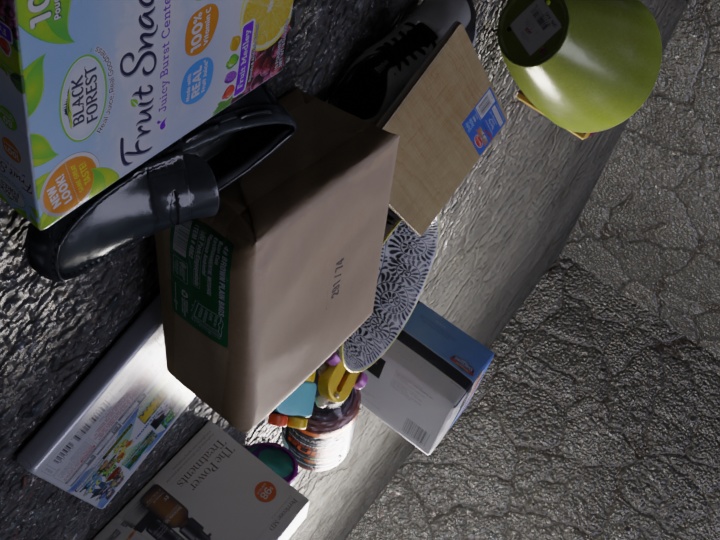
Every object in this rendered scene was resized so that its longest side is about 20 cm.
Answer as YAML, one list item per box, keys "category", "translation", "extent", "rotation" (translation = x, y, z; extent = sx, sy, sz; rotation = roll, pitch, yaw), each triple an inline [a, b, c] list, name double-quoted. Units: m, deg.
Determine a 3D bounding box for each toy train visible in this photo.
- category: "toy train"
  translation: [-0.062, 0.099, 1.074]
  extent: [0.199, 0.055, 0.152]
  rotation: [-35, 115, -36]

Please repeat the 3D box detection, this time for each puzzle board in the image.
- category: "puzzle board"
  translation: [0.068, -0.124, 0.828]
  extent: [0.152, 0.017, 0.200]
  rotation: [-53, 155, 1]

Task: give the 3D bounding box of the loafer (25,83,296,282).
- category: "loafer"
  translation: [-0.118, -0.059, 0.552]
  extent: [0.201, 0.070, 0.069]
  rotation: [-46, 161, -34]

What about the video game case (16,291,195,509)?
- category: "video game case"
  translation: [-0.190, 0.107, 0.771]
  extent: [0.201, 0.022, 0.183]
  rotation: [-52, 164, -18]

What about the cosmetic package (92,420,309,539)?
- category: "cosmetic package"
  translation: [-0.172, 0.281, 0.942]
  extent: [0.200, 0.150, 0.052]
  rotation: [-46, 163, -34]

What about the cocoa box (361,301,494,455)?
- category: "cocoa box"
  translation: [0.074, 0.143, 1.323]
  extent: [0.131, 0.199, 0.134]
  rotation: [-42, 160, -42]

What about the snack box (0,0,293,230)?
- category: "snack box"
  translation: [-0.110, -0.132, 0.463]
  extent: [0.200, 0.053, 0.143]
  rotation: [-44, 160, -38]

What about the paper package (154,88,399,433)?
- category: "paper package"
  translation: [-0.066, -0.010, 0.704]
  extent: [0.190, 0.102, 0.202]
  rotation: [-42, 151, -42]

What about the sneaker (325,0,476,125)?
- category: "sneaker"
  translation: [0.039, -0.180, 0.791]
  extent: [0.201, 0.073, 0.080]
  rotation: [-53, 163, -12]

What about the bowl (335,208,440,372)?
- category: "bowl"
  translation: [0.000, 0.000, 0.977]
  extent: [0.201, 0.093, 0.202]
  rotation: [-49, 155, -32]

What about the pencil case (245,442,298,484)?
- category: "pencil case"
  translation: [-0.156, 0.333, 1.227]
  extent: [0.093, 0.084, 0.202]
  rotation: [-83, -164, -61]

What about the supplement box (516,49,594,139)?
- category: "supplement box"
  translation: [0.350, -0.295, 1.406]
  extent: [0.199, 0.130, 0.104]
  rotation: [-31, 152, -59]

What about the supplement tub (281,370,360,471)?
- category: "supplement tub"
  translation: [-0.055, 0.191, 1.208]
  extent: [0.107, 0.106, 0.201]
  rotation: [-47, 162, -29]

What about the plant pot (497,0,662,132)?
- category: "plant pot"
  translation: [0.253, -0.281, 1.099]
  extent: [0.199, 0.187, 0.189]
  rotation: [2, 123, -55]
